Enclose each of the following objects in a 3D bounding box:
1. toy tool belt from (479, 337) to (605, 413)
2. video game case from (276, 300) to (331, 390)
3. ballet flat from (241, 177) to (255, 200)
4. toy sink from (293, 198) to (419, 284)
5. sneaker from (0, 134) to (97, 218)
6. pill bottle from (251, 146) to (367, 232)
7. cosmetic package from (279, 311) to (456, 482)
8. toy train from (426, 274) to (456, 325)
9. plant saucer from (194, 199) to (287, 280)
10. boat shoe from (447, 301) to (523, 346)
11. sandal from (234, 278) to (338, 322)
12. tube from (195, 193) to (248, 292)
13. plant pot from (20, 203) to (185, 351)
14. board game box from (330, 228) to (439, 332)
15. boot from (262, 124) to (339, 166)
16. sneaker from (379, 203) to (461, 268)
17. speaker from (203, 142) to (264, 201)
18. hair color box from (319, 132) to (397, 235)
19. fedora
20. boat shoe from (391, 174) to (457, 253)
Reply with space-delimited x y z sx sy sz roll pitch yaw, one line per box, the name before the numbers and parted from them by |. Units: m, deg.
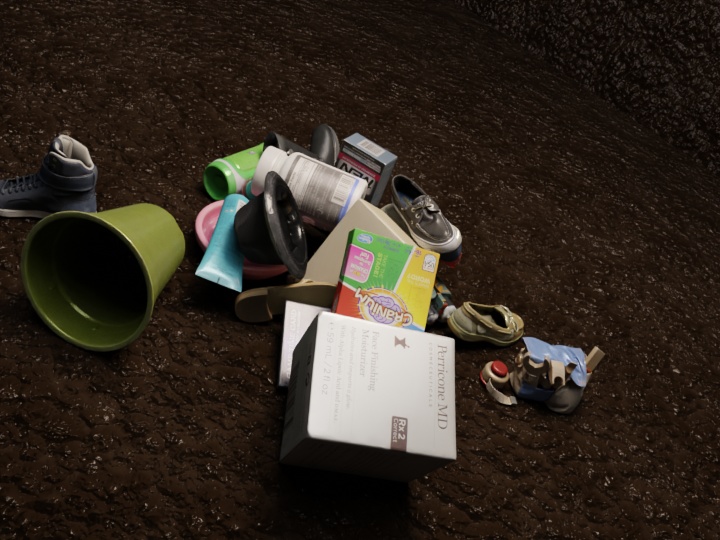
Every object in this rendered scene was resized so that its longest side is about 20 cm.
toy tool belt | 0.319 0.164 1.139 0.196 0.124 0.126 11 37 -15
video game case | -0.031 0.132 1.036 0.196 0.019 0.146 11 59 -16
ballet flat | -0.162 -0.148 1.320 0.197 0.071 0.071 4 8 -36
toy sink | 0.000 0.000 1.159 0.130 0.201 0.112 44 12 26
sneaker | -0.530 -0.156 1.055 0.198 0.148 0.078 8 40 -18
pill bottle | -0.095 -0.149 1.208 0.197 0.115 0.114 23 36 3
cosmetic package | 0.009 0.177 0.879 0.196 0.165 0.168 11 61 -15
toy train | 0.104 0.021 1.241 0.112 0.086 0.201 2 40 -41
plant saucer | -0.204 -0.051 1.183 0.196 0.051 0.202 14 37 -11
boat shoe | 0.249 0.093 1.223 0.198 0.064 0.074 9 39 -37
sandal | -0.104 0.038 1.086 0.207 0.079 0.070 -3 34 -7
tube | -0.221 -0.049 1.092 0.076 0.051 0.202 18 40 -15
plant pot | -0.353 -0.016 0.963 0.197 0.203 0.190 24 25 2
board game box | 0.033 0.053 1.027 0.150 0.040 0.204 15 81 -14
boot | -0.128 -0.252 1.367 0.198 0.065 0.168 7 68 -50
sneaker | 0.110 -0.060 1.236 0.075 0.085 0.199 -42 48 -19
speaker | -0.228 -0.206 1.334 0.088 0.089 0.199 35 37 16
hair color box | -0.012 -0.155 1.289 0.098 0.202 0.061 31 35 13
fedora | -0.154 -0.065 1.076 0.090 0.203 0.203 -15 39 8
boat shoe | 0.109 -0.110 1.174 0.069 0.067 0.201 -25 44 -4
